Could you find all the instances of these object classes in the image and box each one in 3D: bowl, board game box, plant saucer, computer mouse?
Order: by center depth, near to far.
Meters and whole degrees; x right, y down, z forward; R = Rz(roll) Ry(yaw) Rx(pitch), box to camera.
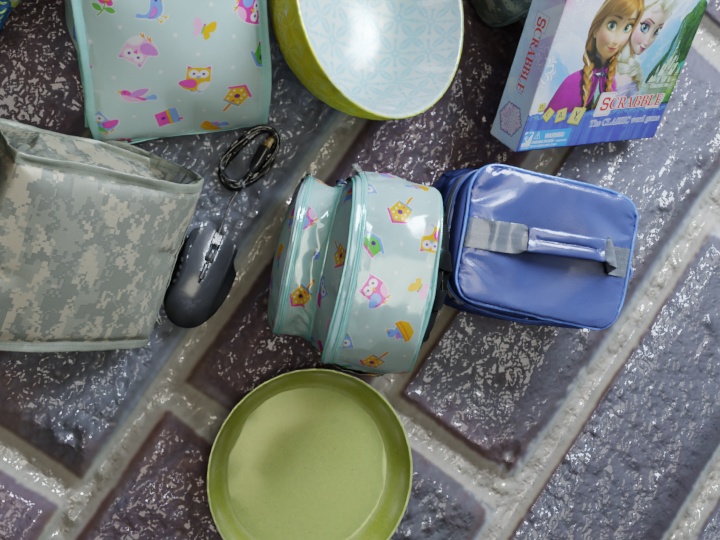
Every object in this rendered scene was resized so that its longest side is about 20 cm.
[{"bbox_3d":[-0.012,-0.226,0.920,0.198,0.107,0.204,3,85,-42],"label":"bowl"},{"bbox_3d":[0.228,-0.212,0.944,0.198,0.041,0.202,-11,129,-35],"label":"board game box"},{"bbox_3d":[-0.124,-0.041,0.953,0.058,0.034,0.203,23,87,-13],"label":"computer mouse"},{"bbox_3d":[-0.048,0.192,0.987,0.196,0.031,0.204,-1,94,-13],"label":"plant saucer"}]

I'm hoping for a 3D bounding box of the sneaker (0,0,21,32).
[{"bbox_3d":[-0.291,-0.219,0.831,0.075,0.200,0.107,0,111,-32],"label":"sneaker"}]

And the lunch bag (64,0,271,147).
[{"bbox_3d":[-0.162,-0.205,0.887,0.167,0.123,0.202,-9,128,-14],"label":"lunch bag"}]

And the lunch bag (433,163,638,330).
[{"bbox_3d":[0.163,-0.018,0.975,0.197,0.132,0.138,9,91,-14],"label":"lunch bag"}]

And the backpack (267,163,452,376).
[{"bbox_3d":[0.000,0.000,0.901,0.151,0.200,0.179,12,91,-14],"label":"backpack"}]

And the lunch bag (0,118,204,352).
[{"bbox_3d":[-0.238,-0.024,0.868,0.198,0.117,0.166,10,107,-44],"label":"lunch bag"}]

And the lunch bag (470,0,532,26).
[{"bbox_3d":[0.165,-0.354,0.959,0.166,0.139,0.202,-31,99,-21],"label":"lunch bag"}]
